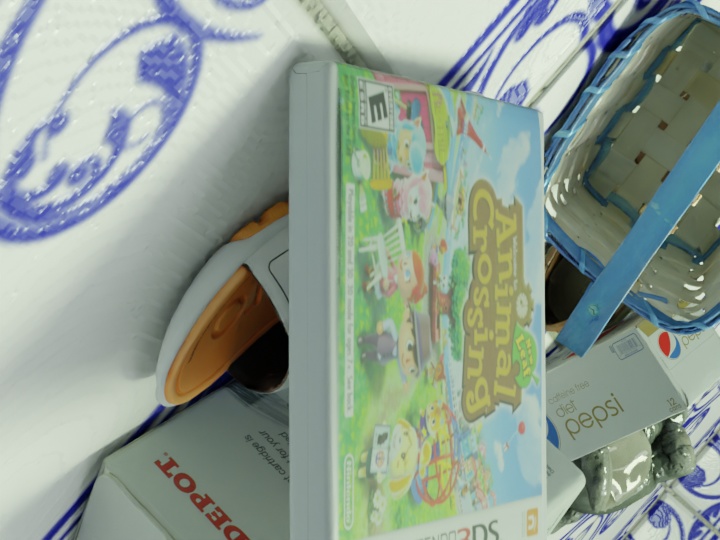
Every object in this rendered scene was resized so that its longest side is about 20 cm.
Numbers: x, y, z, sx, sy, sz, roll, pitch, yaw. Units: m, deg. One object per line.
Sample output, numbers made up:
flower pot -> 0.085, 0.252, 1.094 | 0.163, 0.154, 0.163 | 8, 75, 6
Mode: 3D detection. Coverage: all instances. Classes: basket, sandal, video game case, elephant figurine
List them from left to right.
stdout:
sandal -> 0.001, -0.005, 0.671 | 0.206, 0.059, 0.079 | -39, 159, -27
video game case -> 0.029, 0.027, 0.639 | 0.182, 0.022, 0.202 | 2, 87, -59
elephant figurine -> 0.178, 0.118, 1.259 | 0.140, 0.156, 0.200 | -9, 163, 24
basket -> 0.173, -0.054, 0.838 | 0.177, 0.139, 0.200 | -56, 170, 26

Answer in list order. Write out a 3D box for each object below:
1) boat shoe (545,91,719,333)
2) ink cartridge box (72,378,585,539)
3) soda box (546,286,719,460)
boat shoe -> 0.172, -0.032, 0.990 | 0.072, 0.076, 0.201 | -18, 144, -53
ink cartridge box -> -0.014, 0.116, 0.743 | 0.199, 0.147, 0.083 | -29, 156, -43
soda box -> 0.154, 0.084, 1.082 | 0.068, 0.064, 0.200 | -32, 179, -42
